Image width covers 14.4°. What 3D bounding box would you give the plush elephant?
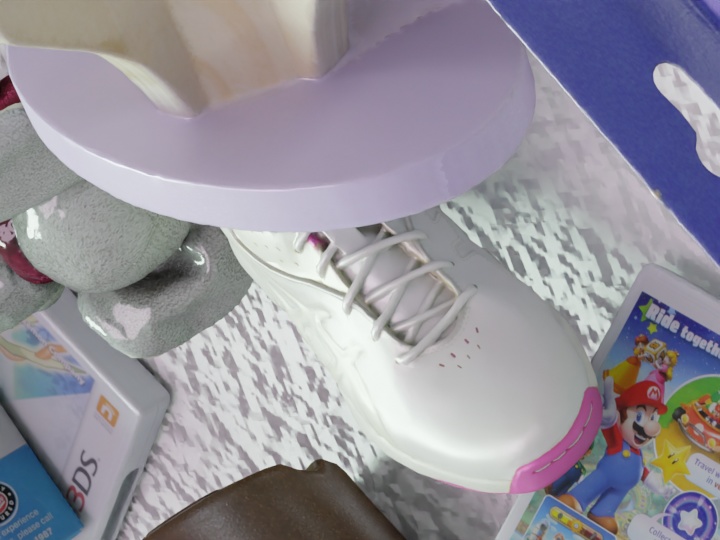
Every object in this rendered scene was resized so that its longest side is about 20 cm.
[{"bbox_3d":[-0.129,-0.036,1.064,0.165,0.154,0.201,45,-153,-57],"label":"plush elephant"}]

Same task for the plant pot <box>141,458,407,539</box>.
[{"bbox_3d":[-0.009,0.190,1.052,0.198,0.200,0.201,52,143,22],"label":"plant pot"}]

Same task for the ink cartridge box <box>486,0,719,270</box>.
[{"bbox_3d":[0.141,-0.070,0.680,0.198,0.200,0.047,49,142,11],"label":"ink cartridge box"}]

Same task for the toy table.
[{"bbox_3d":[-0.045,-0.102,0.907,0.199,0.184,0.117,7,138,30],"label":"toy table"}]

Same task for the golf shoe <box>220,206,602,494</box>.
[{"bbox_3d":[0.000,0.000,0.943,0.200,0.075,0.092,42,176,41],"label":"golf shoe"}]

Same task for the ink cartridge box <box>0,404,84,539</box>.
[{"bbox_3d":[-0.253,0.085,1.239,0.200,0.147,0.146,56,143,4],"label":"ink cartridge box"}]

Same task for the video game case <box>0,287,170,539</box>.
[{"bbox_3d":[-0.175,0.045,1.261,0.200,0.022,0.183,45,141,18],"label":"video game case"}]

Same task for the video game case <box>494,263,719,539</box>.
[{"bbox_3d":[0.101,0.117,0.905,0.143,0.018,0.200,31,96,31],"label":"video game case"}]
